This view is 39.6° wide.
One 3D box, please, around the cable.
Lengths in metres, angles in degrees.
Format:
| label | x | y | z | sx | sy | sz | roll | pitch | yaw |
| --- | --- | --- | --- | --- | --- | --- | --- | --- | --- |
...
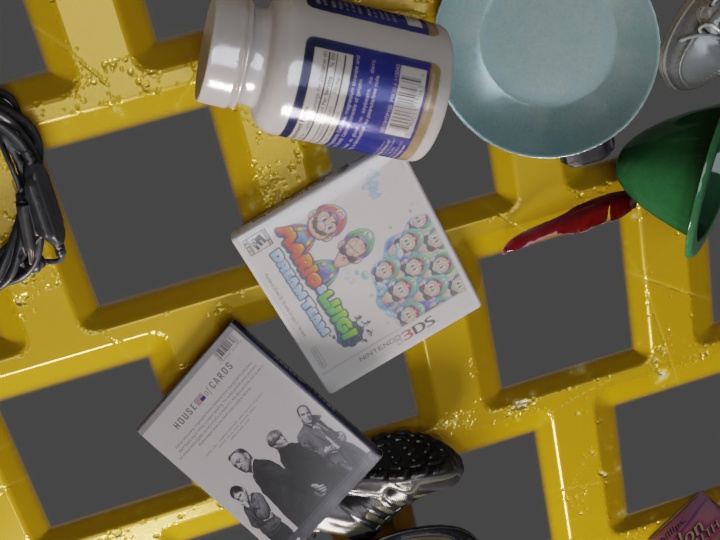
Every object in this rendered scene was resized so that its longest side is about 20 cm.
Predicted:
| label | x | y | z | sx | sy | sz | roll | pitch | yaw |
| --- | --- | --- | --- | --- | --- | --- | --- | --- | --- |
| cable | -0.349 | -0.072 | 0.857 | 0.161 | 0.051 | 0.202 | -13 | 118 | -1 |

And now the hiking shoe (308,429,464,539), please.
| label | x | y | z | sx | sy | sz | roll | pitch | yaw |
| --- | --- | --- | --- | --- | --- | --- | --- | --- | --- |
| hiking shoe | 0.014 | 0.236 | 1.061 | 0.198 | 0.076 | 0.101 | -10 | 124 | 2 |

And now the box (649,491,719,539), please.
| label | x | y | z | sx | sy | sz | roll | pitch | yaw |
| --- | --- | --- | --- | --- | --- | --- | --- | --- | --- |
| box | 0.454 | 0.385 | 1.144 | 0.176 | 0.200 | 0.097 | 39 | 100 | -24 |

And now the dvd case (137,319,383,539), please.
| label | x | y | z | sx | sy | sz | roll | pitch | yaw |
| --- | --- | --- | --- | --- | --- | --- | --- | --- | --- |
| dvd case | -0.100 | 0.169 | 0.990 | 0.200 | 0.025 | 0.150 | 42 | 100 | -4 |

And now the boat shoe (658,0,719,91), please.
| label | x | y | z | sx | sy | sz | roll | pitch | yaw |
| --- | --- | --- | --- | --- | --- | --- | --- | --- | --- |
| boat shoe | 0.364 | -0.244 | 0.926 | 0.202 | 0.065 | 0.074 | -40 | 115 | 6 |

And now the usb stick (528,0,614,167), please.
| label | x | y | z | sx | sy | sz | roll | pitch | yaw |
| --- | --- | --- | --- | --- | --- | --- | --- | --- | --- |
| usb stick | 0.195 | -0.191 | 0.930 | 0.055 | 0.033 | 0.202 | -17 | 116 | 4 |

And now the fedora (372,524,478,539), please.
| label | x | y | z | sx | sy | sz | roll | pitch | yaw |
| --- | --- | --- | --- | --- | --- | --- | --- | --- | --- |
| fedora | 0.049 | 0.359 | 1.073 | 0.198 | 0.092 | 0.202 | -13 | 137 | -12 |

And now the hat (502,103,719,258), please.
| label | x | y | z | sx | sy | sz | roll | pitch | yaw |
| --- | --- | --- | --- | --- | --- | --- | --- | --- | --- |
| hat | 0.262 | -0.111 | 0.975 | 0.175 | 0.200 | 0.167 | 19 | 133 | 25 |

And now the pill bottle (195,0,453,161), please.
| label | x | y | z | sx | sy | sz | roll | pitch | yaw |
| --- | --- | --- | --- | --- | --- | --- | --- | --- | --- |
| pill bottle | -0.033 | -0.167 | 0.841 | 0.198 | 0.120 | 0.121 | 10 | 111 | -16 |

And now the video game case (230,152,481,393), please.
| label | x | y | z | sx | sy | sz | roll | pitch | yaw |
| --- | --- | --- | --- | --- | --- | --- | --- | --- | --- |
| video game case | 0.000 | 0.000 | 0.973 | 0.181 | 0.024 | 0.201 | -30 | 116 | 1 |

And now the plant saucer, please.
| label | x | y | z | sx | sy | sz | roll | pitch | yaw |
| --- | --- | --- | --- | --- | --- | --- | --- | --- | --- |
| plant saucer | 0.164 | -0.200 | 0.888 | 0.199 | 0.039 | 0.203 | 9 | 122 | 14 |
